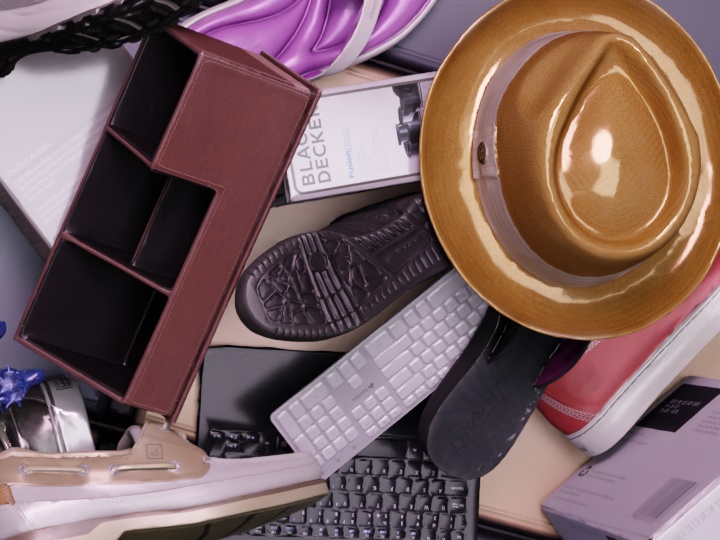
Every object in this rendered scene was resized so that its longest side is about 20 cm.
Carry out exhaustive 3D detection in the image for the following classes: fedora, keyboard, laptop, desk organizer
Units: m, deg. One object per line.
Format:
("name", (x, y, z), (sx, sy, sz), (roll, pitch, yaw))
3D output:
("fedora", (0.129, -0.064, 1.358), (0.199, 0.082, 0.202), (1, 85, -14))
("keyboard", (0.039, 0.040, 1.432), (0.200, 0.011, 0.056), (-39, 126, -6))
("laptop", (-0.003, 0.148, 1.435), (0.176, 0.103, 0.201), (4, 89, -14))
("desk organizer", (-0.106, -0.028, 1.345), (0.077, 0.072, 0.201), (17, 102, -35))

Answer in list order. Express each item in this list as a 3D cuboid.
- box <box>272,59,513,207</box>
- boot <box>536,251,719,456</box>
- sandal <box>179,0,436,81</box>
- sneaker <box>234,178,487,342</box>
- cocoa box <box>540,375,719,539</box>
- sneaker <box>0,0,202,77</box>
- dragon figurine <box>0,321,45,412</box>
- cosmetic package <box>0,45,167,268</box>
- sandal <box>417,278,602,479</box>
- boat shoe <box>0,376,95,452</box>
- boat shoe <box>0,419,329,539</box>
("box", (0.036, -0.081, 1.438), (0.199, 0.117, 0.060), (-10, 91, -13))
("boot", (0.153, -0.009, 1.493), (0.144, 0.072, 0.200), (44, 84, -8))
("sandal", (-0.023, -0.150, 1.457), (0.202, 0.050, 0.083), (-35, 98, -12))
("sneaker", (-0.001, -0.003, 1.409), (0.199, 0.104, 0.060), (-25, 91, -30))
("cocoa box", (0.217, 0.154, 1.439), (0.133, 0.200, 0.131), (-39, 99, -11))
("sneaker", (-0.168, -0.149, 1.296), (0.199, 0.074, 0.080), (-11, 81, 16))
("dragon figurine", (-0.272, 0.079, 1.369), (0.199, 0.099, 0.059), (-23, 95, -8))
("cosmetic package", (-0.189, -0.109, 1.400), (0.107, 0.090, 0.200), (-36, 95, -11))
("sandal", (0.105, 0.034, 1.427), (0.075, 0.048, 0.201), (22, 100, -30))
("boat shoe", (-0.169, 0.164, 1.415), (0.063, 0.071, 0.201), (-14, 85, -14))
("boat shoe", (-0.112, 0.116, 1.364), (0.199, 0.075, 0.069), (-8, 72, -28))
